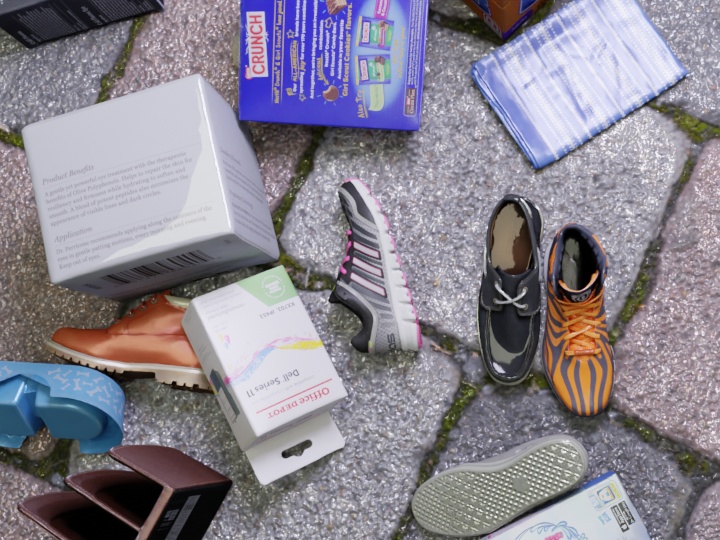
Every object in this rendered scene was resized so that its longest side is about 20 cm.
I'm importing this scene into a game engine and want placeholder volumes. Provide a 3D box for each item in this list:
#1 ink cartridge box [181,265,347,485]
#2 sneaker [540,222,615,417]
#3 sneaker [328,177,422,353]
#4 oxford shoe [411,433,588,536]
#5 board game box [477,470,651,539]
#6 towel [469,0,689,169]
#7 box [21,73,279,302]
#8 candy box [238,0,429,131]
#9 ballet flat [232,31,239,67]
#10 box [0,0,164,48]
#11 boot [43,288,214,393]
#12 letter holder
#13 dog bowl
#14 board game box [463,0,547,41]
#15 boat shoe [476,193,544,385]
[{"bbox_3d":[-0.094,0.110,1.127,0.117,0.067,0.201,-22,77,-28],"label":"ink cartridge box"},{"bbox_3d":[0.219,0.049,1.088,0.077,0.112,0.202,-8,80,8],"label":"sneaker"},{"bbox_3d":[0.000,0.000,1.149,0.087,0.074,0.201,-18,84,0],"label":"sneaker"},{"bbox_3d":[0.147,0.223,1.105,0.199,0.058,0.076,-26,85,19],"label":"oxford shoe"},{"bbox_3d":[0.216,0.339,1.075,0.198,0.043,0.201,-28,82,3],"label":"board game box"},{"bbox_3d":[0.237,-0.220,1.172,0.199,0.024,0.145,-32,79,3],"label":"towel"},{"bbox_3d":[-0.216,-0.078,1.132,0.197,0.200,0.173,-15,81,7],"label":"box"},{"bbox_3d":[-0.029,-0.245,1.150,0.198,0.077,0.171,4,107,0],"label":"candy box"},{"bbox_3d":[-0.064,-0.292,1.210,0.199,0.062,0.068,-24,79,5],"label":"ballet flat"},{"bbox_3d":[-0.347,-0.391,1.248,0.181,0.104,0.202,-15,79,8],"label":"box"},{"bbox_3d":[-0.248,0.071,1.183,0.198,0.075,0.108,7,79,2],"label":"boot"},{"bbox_3d":[-0.238,0.228,1.087,0.141,0.200,0.101,29,87,12],"label":"letter holder"},{"bbox_3d":[-0.350,0.147,1.167,0.198,0.112,0.050,3,49,10],"label":"dog bowl"},{"bbox_3d":[0.154,-0.410,1.124,0.200,0.200,0.200,-43,78,1],"label":"board game box"},{"bbox_3d":[0.156,0.020,1.126,0.071,0.068,0.202,4,85,14],"label":"boat shoe"}]
